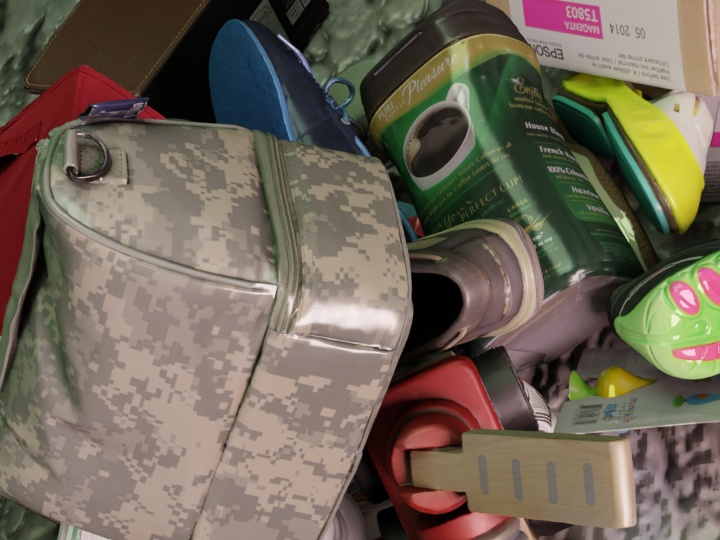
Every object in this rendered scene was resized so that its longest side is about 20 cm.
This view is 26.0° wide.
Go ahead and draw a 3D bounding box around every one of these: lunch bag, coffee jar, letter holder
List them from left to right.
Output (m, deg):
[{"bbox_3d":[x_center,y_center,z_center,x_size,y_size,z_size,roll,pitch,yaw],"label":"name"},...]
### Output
[{"bbox_3d":[-0.143,-0.173,1.193,0.141,0.101,0.201,10,56,37],"label":"letter holder"},{"bbox_3d":[-0.083,0.030,0.722,0.166,0.201,0.140,8,40,-19],"label":"lunch bag"},{"bbox_3d":[0.075,-0.052,0.881,0.104,0.085,0.201,-39,60,32],"label":"coffee jar"}]

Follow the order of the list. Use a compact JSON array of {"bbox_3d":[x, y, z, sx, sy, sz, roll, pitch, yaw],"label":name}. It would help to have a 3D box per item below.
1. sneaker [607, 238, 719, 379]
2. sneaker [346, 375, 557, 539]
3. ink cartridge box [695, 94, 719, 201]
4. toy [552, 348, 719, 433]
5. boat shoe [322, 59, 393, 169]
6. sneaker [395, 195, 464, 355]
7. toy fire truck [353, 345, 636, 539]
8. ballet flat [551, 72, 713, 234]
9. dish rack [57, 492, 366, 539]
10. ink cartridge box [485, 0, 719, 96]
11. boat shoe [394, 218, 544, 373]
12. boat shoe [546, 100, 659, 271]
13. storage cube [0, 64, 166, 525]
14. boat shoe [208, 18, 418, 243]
[{"bbox_3d":[0.215,0.000,0.820,0.198,0.078,0.084,-11,13,-25],"label":"sneaker"},{"bbox_3d":[0.013,0.097,0.873,0.198,0.082,0.078,-18,44,14],"label":"sneaker"},{"bbox_3d":[0.302,-0.121,0.947,0.198,0.044,0.175,-1,52,27],"label":"ink cartridge box"},{"bbox_3d":[0.206,0.070,0.804,0.198,0.048,0.115,-2,18,18],"label":"toy"},{"bbox_3d":[-0.028,-0.070,1.052,0.200,0.071,0.071,-28,42,42],"label":"boat shoe"},{"bbox_3d":[0.000,0.000,0.972,0.199,0.080,0.096,14,60,37],"label":"sneaker"},{"bbox_3d":[0.070,0.126,0.698,0.128,0.178,0.200,-24,0,5],"label":"toy fire truck"},{"bbox_3d":[0.169,-0.084,0.917,0.067,0.067,0.200,-29,24,2],"label":"ballet flat"},{"bbox_3d":[-0.092,0.197,0.799,0.170,0.044,0.202,5,73,11],"label":"dish rack"},{"bbox_3d":[0.199,-0.176,0.965,0.164,0.076,0.199,-23,27,-29],"label":"ink cartridge box"},{"bbox_3d":[0.003,0.022,0.825,0.199,0.073,0.075,-26,82,41],"label":"boat shoe"},{"bbox_3d":[0.113,-0.038,0.953,0.076,0.072,0.200,-29,37,-1],"label":"boat shoe"},{"bbox_3d":[-0.162,0.025,0.930,0.170,0.199,0.181,-28,42,33],"label":"storage cube"},{"bbox_3d":[-0.029,-0.065,0.945,0.084,0.068,0.201,-45,63,45],"label":"boat shoe"}]
